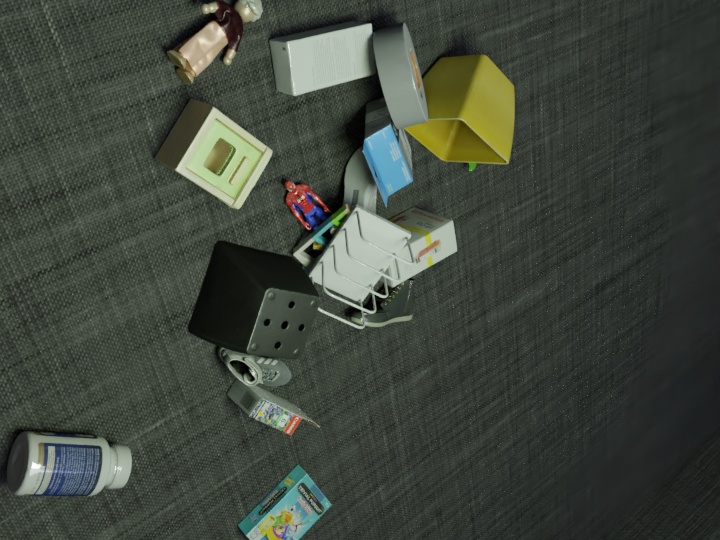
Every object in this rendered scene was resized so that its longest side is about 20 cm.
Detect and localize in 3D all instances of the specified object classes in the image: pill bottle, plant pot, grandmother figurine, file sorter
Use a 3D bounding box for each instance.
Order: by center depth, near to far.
[{"bbox_3d":[-0.250,-0.424,1.273,0.200,0.060,0.122,-46,158,-18],"label":"grandmother figurine"},{"bbox_3d":[-0.535,0.361,1.337,0.199,0.111,0.112,17,98,-42],"label":"pill bottle"},{"bbox_3d":[-0.195,0.076,1.448,0.198,0.177,0.202,13,99,-42],"label":"plant pot"},{"bbox_3d":[0.000,0.000,1.475,0.138,0.125,0.201,25,119,-21],"label":"file sorter"},{"bbox_3d":[0.231,-0.365,1.608,0.199,0.199,0.178,30,77,-42],"label":"plant pot"}]

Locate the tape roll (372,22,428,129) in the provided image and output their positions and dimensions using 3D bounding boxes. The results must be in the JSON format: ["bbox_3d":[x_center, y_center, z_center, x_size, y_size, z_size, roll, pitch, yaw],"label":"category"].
[{"bbox_3d":[0.083,-0.393,1.462,0.066,0.201,0.201,-12,126,13],"label":"tape roll"}]

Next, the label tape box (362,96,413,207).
[{"bbox_3d":[0.060,-0.251,1.505,0.063,0.201,0.145,-16,127,14],"label":"label tape box"}]

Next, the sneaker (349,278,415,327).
[{"bbox_3d":[0.052,0.070,1.725,0.199,0.074,0.107,-7,109,-47],"label":"sneaker"}]

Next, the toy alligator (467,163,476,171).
[{"bbox_3d":[0.291,-0.340,1.751,0.054,0.059,0.201,25,93,-2],"label":"toy alligator"}]

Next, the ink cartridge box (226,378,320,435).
[{"bbox_3d":[-0.191,0.311,1.597,0.200,0.109,0.051,38,84,-42],"label":"ink cartridge box"}]

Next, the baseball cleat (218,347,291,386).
[{"bbox_3d":[-0.218,0.221,1.539,0.199,0.107,0.070,29,103,-38],"label":"baseball cleat"}]

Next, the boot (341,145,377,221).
[{"bbox_3d":[0.004,-0.168,1.589,0.096,0.073,0.202,32,72,-73],"label":"boot"}]

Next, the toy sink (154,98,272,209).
[{"bbox_3d":[-0.249,-0.200,1.329,0.200,0.112,0.131,35,86,-42],"label":"toy sink"}]

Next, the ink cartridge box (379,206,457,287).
[{"bbox_3d":[0.101,-0.059,1.652,0.199,0.145,0.084,-28,122,-27],"label":"ink cartridge box"}]

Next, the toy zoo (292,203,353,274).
[{"bbox_3d":[-0.052,-0.047,1.546,0.131,0.021,0.200,32,124,-31],"label":"toy zoo"}]

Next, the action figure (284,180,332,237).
[{"bbox_3d":[-0.101,-0.121,1.526,0.065,0.052,0.200,-40,128,1],"label":"action figure"}]

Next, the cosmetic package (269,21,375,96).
[{"bbox_3d":[-0.071,-0.417,1.408,0.199,0.071,0.102,-23,121,-31],"label":"cosmetic package"}]

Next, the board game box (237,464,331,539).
[{"bbox_3d":[-0.182,0.601,1.771,0.200,0.047,0.152,-43,130,-17],"label":"board game box"}]
